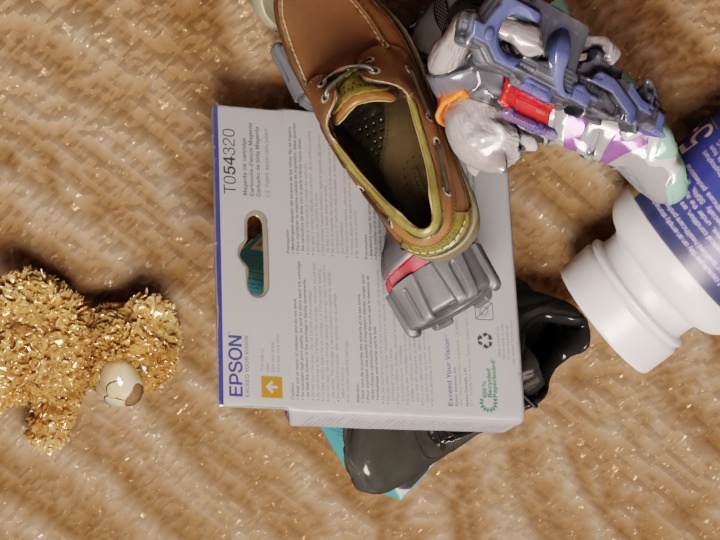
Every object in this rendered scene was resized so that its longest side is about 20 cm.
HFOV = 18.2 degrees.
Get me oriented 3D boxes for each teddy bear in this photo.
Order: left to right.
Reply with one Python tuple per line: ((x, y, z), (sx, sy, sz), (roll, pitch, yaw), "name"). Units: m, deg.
((-0.216, 0.058, 1.463), (0.199, 0.067, 0.145), (17, 117, -17), "teddy bear")

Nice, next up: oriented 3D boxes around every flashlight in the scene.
((0.011, -0.059, 1.367), (0.068, 0.068, 0.200), (-33, 80, 14), "flashlight")

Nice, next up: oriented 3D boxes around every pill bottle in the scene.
((0.234, -0.029, 1.459), (0.200, 0.120, 0.120), (-40, 117, 12), "pill bottle")

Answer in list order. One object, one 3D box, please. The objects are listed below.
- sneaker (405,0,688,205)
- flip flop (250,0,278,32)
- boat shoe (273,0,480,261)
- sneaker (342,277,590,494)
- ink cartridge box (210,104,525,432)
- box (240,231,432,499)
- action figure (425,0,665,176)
((0.100, -0.091, 1.399), (0.140, 0.078, 0.200), (-40, 90, 1), "sneaker")
((0.010, -0.216, 1.356), (0.081, 0.058, 0.200), (38, 107, -25), "flip flop")
((0.008, -0.100, 1.308), (0.072, 0.068, 0.200), (-35, 75, 9), "boat shoe")
((0.069, 0.074, 1.457), (0.200, 0.091, 0.076), (-43, 124, -27), "sneaker")
((0.000, 0.000, 1.398), (0.199, 0.197, 0.043), (4, 161, -17), "ink cartridge box")
((-0.005, 0.050, 1.482), (0.082, 0.049, 0.200), (-45, 122, -25), "box")
((0.098, -0.141, 1.313), (0.200, 0.104, 0.194), (31, 67, -46), "action figure")
